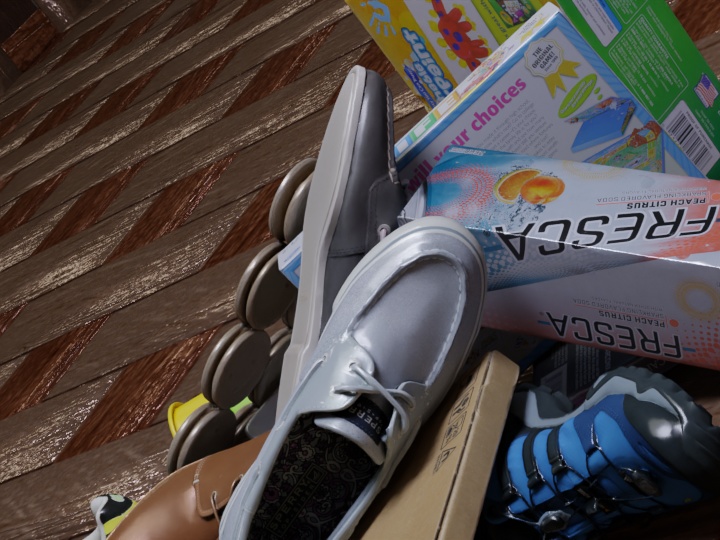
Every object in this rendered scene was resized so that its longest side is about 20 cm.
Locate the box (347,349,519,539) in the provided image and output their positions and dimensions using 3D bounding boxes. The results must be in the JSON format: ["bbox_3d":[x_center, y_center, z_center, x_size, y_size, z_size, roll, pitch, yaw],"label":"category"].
[{"bbox_3d":[0.001,0.144,0.883,0.164,0.021,0.200,-47,13,35],"label":"box"}]

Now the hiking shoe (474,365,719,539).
[{"bbox_3d":[0.101,0.099,0.868,0.087,0.074,0.200,-54,12,-19],"label":"hiking shoe"}]

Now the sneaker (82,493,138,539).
[{"bbox_3d":[-0.178,0.208,1.117,0.200,0.076,0.075,-48,19,4],"label":"sneaker"}]

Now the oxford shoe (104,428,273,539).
[{"bbox_3d":[-0.066,0.125,1.023,0.199,0.072,0.071,-35,-7,-1],"label":"oxford shoe"}]

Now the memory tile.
[{"bbox_3d":[-0.040,0.033,1.120,0.153,0.017,0.201,4,-67,-64],"label":"memory tile"}]

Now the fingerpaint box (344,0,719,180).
[{"bbox_3d":[0.111,-0.122,1.150,0.073,0.200,0.166,-48,19,-29],"label":"fingerpaint box"}]

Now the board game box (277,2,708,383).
[{"bbox_3d":[0.073,-0.025,1.032,0.200,0.135,0.034,-42,14,7],"label":"board game box"}]

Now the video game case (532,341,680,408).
[{"bbox_3d":[0.176,0.001,1.021,0.199,0.019,0.143,-32,19,21],"label":"video game case"}]

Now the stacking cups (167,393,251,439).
[{"bbox_3d":[-0.026,0.061,1.226,0.199,0.061,0.061,-32,19,11],"label":"stacking cups"}]

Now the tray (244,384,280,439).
[{"bbox_3d":[0.032,0.050,1.125,0.107,0.022,0.200,24,58,29],"label":"tray"}]

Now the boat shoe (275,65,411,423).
[{"bbox_3d":[0.000,0.000,0.979,0.067,0.057,0.201,-164,84,-77],"label":"boat shoe"}]

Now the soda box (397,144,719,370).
[{"bbox_3d":[0.122,-0.006,0.930,0.199,0.069,0.064,9,44,29],"label":"soda box"}]

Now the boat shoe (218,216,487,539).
[{"bbox_3d":[0.000,0.070,0.898,0.202,0.070,0.072,-59,10,9],"label":"boat shoe"}]
